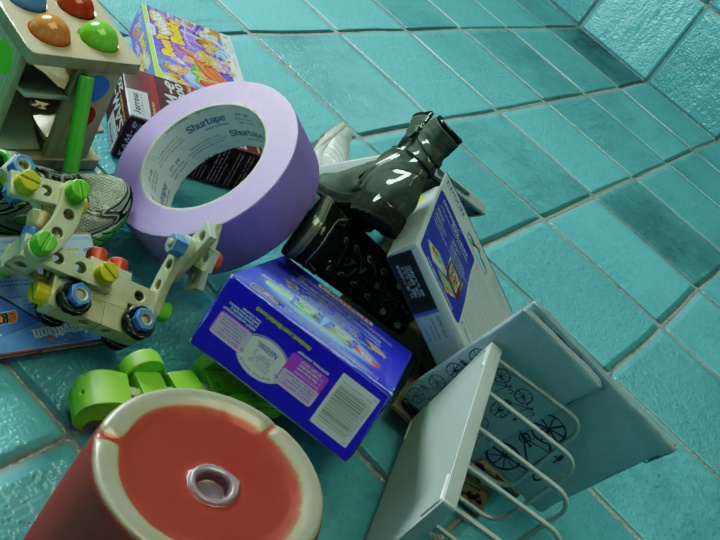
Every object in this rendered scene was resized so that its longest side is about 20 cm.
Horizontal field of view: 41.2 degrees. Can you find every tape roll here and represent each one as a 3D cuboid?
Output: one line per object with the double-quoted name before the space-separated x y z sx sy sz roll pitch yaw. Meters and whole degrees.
"tape roll" -0.144 -0.095 0.957 0.201 0.199 0.066 65 1 40

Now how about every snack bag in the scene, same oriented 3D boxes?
"snack bag" 0.165 0.142 0.912 0.200 0.188 0.021 45 40 -8

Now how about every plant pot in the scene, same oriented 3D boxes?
"plant pot" -0.119 0.185 0.591 0.199 0.178 0.201 21 30 -13

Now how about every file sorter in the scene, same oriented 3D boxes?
"file sorter" 0.103 0.195 0.837 0.124 0.139 0.200 36 37 -6

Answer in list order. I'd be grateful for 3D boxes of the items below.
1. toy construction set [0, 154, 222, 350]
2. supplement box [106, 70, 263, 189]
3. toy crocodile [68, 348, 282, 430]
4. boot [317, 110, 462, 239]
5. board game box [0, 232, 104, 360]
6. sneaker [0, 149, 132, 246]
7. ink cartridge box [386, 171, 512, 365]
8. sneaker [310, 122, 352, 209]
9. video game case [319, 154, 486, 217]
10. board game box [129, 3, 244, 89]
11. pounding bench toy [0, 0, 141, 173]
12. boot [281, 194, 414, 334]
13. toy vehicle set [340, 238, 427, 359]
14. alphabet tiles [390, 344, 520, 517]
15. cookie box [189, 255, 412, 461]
"toy construction set" -0.216 -0.012 0.809 0.199 0.092 0.132 18 58 -26
"supplement box" -0.195 -0.163 1.131 0.199 0.061 0.109 13 38 -31
"toy crocodile" -0.149 0.110 0.810 0.199 0.062 0.068 6 41 -47
"boot" 0.031 -0.107 1.009 0.068 0.131 0.200 40 -6 -26
"board game box" -0.297 0.022 0.782 0.199 0.019 0.104 -5 70 -48
"sneaker" -0.294 -0.063 0.852 0.199 0.085 0.078 -8 54 -39
"ink cartridge box" 0.101 0.019 1.039 0.198 0.047 0.200 63 22 -18
"sneaker" -0.044 -0.126 1.235 0.080 0.070 0.201 45 32 -13
"video game case" 0.049 -0.094 1.157 0.200 0.142 0.018 27 61 -56
"board game box" -0.222 -0.259 1.251 0.134 0.045 0.201 14 37 -32
"pounding bench toy" -0.300 -0.176 0.952 0.124 0.156 0.200 -6 50 -48
"boot" 0.001 -0.001 0.985 0.154 0.074 0.204 40 2 0
"toy vehicle set" 0.063 0.022 1.162 0.124 0.027 0.200 37 31 3
"alphabet tiles" 0.115 0.163 1.014 0.167 0.008 0.200 43 35 -3
"cookie box" -0.044 0.071 0.880 0.171 0.075 0.200 37 9 4
